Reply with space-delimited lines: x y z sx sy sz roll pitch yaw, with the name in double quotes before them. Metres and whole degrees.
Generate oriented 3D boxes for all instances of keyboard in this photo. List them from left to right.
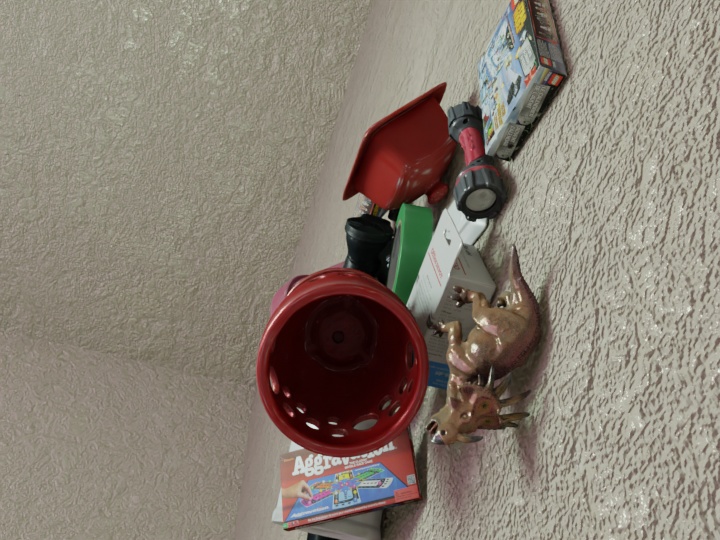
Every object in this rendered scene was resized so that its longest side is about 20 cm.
"keyboard" 0.071 -0.028 1.211 0.200 0.039 0.107 137 123 -67

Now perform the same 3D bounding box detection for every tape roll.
"tape roll" 0.074 -0.003 1.006 0.200 0.047 0.206 -172 90 -88

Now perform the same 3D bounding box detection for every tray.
"tray" 0.134 -0.053 0.934 0.201 0.022 0.109 120 160 -52

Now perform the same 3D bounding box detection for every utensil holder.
"utensil holder" -0.034 0.301 0.969 0.170 0.166 0.204 129 156 -63

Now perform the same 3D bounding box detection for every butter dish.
"butter dish" 0.088 -0.173 1.035 0.199 0.148 0.200 -36 -14 -27

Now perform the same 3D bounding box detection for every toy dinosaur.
"toy dinosaur" 0.138 0.083 0.633 0.202 0.085 0.136 -58 25 5

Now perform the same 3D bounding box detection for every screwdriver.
"screwdriver" 0.098 -0.197 1.271 0.029 0.027 0.204 33 109 47

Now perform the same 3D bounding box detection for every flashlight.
"flashlight" 0.151 -0.157 0.854 0.068 0.066 0.203 68 -166 -46

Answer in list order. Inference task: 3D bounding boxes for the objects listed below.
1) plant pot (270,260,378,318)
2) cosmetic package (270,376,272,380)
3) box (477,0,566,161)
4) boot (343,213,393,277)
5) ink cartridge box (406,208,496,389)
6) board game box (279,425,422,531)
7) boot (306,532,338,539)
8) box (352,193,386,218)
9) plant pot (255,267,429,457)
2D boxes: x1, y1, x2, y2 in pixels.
"plant pot" -0.053 0.077 1.256 0.178 0.199 0.203 -34 35 31
"cosmetic package" -0.043 0.138 1.075 0.151 0.196 0.053 -57 -56 -73
"box" 0.203 -0.262 0.813 0.138 0.039 0.203 117 163 -50
"boot" 0.000 0.000 1.042 0.200 0.075 0.172 -56 -19 -79
"ink cartridge box" 0.113 0.037 0.815 0.116 0.065 0.203 -99 25 -62
"board game box" -0.018 0.283 0.859 0.020 0.196 0.105 56 -160 -52
"boot" -0.053 0.436 1.098 0.170 0.075 0.203 -85 8 -52
"box" 0.047 -0.182 1.261 0.137 0.039 0.202 -49 -15 -45
"plant pot" -0.021 0.099 0.774 0.183 0.196 0.205 -98 24 -81
